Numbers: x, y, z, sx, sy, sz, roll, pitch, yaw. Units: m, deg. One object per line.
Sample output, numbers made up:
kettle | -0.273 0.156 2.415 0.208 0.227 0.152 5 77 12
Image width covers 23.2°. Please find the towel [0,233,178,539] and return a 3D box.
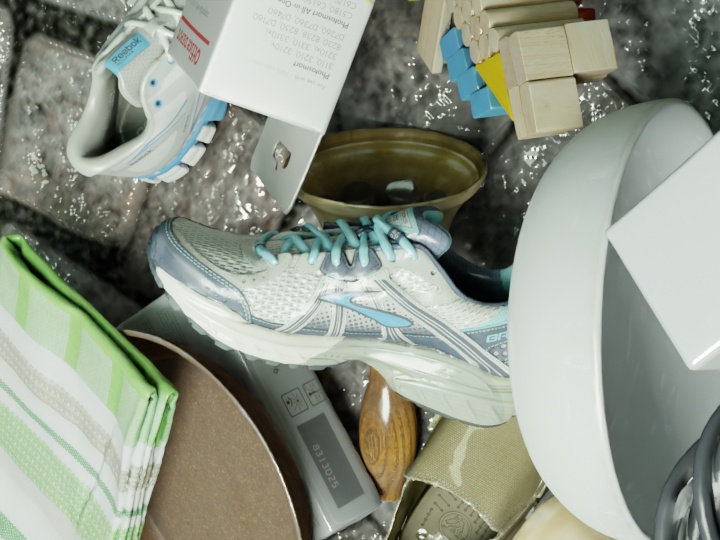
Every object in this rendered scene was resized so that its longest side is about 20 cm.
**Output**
towel | -0.176 0.097 0.993 0.149 0.031 0.200 39 133 25

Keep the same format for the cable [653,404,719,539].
cable | 0.195 0.116 0.684 0.163 0.051 0.200 -14 91 12

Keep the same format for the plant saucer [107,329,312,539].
plant saucer | -0.091 0.121 0.967 0.200 0.037 0.201 23 125 37

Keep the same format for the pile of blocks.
pile of blocks | 0.070 -0.125 0.840 0.082 0.062 0.200 100 154 -44

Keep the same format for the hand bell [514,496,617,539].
hand bell | 0.163 0.173 0.785 0.200 0.104 0.104 18 112 52

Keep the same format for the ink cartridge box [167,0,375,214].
ink cartridge box | -0.038 -0.140 0.857 0.068 0.115 0.200 18 100 -18

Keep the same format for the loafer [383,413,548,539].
loafer | 0.068 0.099 0.911 0.076 0.067 0.200 29 116 17

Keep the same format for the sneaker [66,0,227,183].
sneaker | -0.096 -0.125 0.938 0.075 0.087 0.200 37 115 18

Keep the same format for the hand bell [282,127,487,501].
hand bell | 0.013 0.036 0.929 0.104 0.104 0.200 13 119 25

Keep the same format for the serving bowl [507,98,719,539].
serving bowl | 0.113 0.023 0.792 0.066 0.200 0.201 1 102 27

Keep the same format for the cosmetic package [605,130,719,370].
cosmetic package | 0.202 -0.014 0.731 0.101 0.200 0.071 -43 64 28

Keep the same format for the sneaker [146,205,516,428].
sneaker | 0.000 0.000 0.828 0.200 0.078 0.086 16 119 -14

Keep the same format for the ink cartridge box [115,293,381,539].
ink cartridge box | -0.091 0.097 1.018 0.200 0.050 0.162 -31 86 51
